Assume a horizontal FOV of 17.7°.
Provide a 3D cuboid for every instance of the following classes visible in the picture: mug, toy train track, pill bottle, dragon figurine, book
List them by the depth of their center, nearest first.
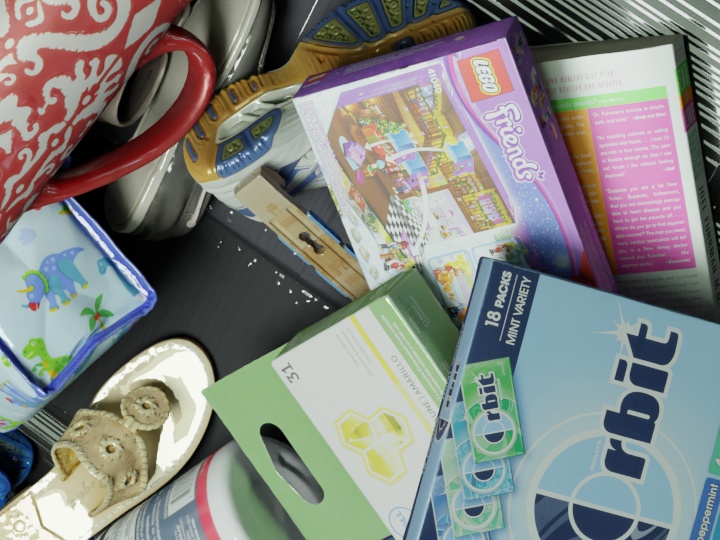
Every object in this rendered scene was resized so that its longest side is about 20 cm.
[{"bbox_3d":[-0.185,-0.109,1.353,0.177,0.133,0.201,36,91,-9],"label":"mug"},{"bbox_3d":[0.143,-0.035,1.388,0.133,0.048,0.201,-3,108,25],"label":"book"},{"bbox_3d":[0.000,0.000,1.442,0.114,0.033,0.200,-37,118,24],"label":"toy train track"},{"bbox_3d":[-0.114,0.206,1.549,0.200,0.120,0.120,-36,91,31],"label":"pill bottle"},{"bbox_3d":[-0.268,0.140,1.631,0.200,0.059,0.100,38,118,6],"label":"dragon figurine"}]

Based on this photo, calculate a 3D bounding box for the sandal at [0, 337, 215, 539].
[{"bbox_3d":[-0.176,0.137,1.541,0.078,0.070,0.212,45,99,-4],"label":"sandal"}]

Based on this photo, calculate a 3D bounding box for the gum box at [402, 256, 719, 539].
[{"bbox_3d":[0.143,0.100,1.322,0.199,0.045,0.171,16,90,-7],"label":"gum box"}]

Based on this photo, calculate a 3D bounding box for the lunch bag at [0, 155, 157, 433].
[{"bbox_3d":[-0.242,-0.011,1.495,0.200,0.127,0.170,48,157,-2],"label":"lunch bag"}]

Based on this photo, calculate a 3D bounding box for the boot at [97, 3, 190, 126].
[{"bbox_3d":[-0.196,-0.135,1.480,0.146,0.070,0.201,38,110,26],"label":"boot"}]

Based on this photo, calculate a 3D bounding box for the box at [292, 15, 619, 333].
[{"bbox_3d":[0.060,-0.036,1.362,0.136,0.039,0.201,-13,112,22],"label":"box"}]

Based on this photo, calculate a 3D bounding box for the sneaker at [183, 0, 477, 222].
[{"bbox_3d":[-0.010,-0.101,1.429,0.199,0.088,0.076,-27,52,14],"label":"sneaker"}]

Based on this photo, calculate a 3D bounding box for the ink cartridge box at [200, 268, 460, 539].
[{"bbox_3d":[-0.004,0.103,1.407,0.199,0.048,0.146,-30,98,36],"label":"ink cartridge box"}]

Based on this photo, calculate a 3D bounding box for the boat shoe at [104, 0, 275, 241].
[{"bbox_3d":[-0.098,-0.104,1.477,0.201,0.057,0.067,-58,44,25],"label":"boat shoe"}]

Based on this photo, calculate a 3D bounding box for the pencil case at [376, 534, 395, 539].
[{"bbox_3d":[0.065,0.250,1.501,0.092,0.085,0.201,-28,97,-13],"label":"pencil case"}]
